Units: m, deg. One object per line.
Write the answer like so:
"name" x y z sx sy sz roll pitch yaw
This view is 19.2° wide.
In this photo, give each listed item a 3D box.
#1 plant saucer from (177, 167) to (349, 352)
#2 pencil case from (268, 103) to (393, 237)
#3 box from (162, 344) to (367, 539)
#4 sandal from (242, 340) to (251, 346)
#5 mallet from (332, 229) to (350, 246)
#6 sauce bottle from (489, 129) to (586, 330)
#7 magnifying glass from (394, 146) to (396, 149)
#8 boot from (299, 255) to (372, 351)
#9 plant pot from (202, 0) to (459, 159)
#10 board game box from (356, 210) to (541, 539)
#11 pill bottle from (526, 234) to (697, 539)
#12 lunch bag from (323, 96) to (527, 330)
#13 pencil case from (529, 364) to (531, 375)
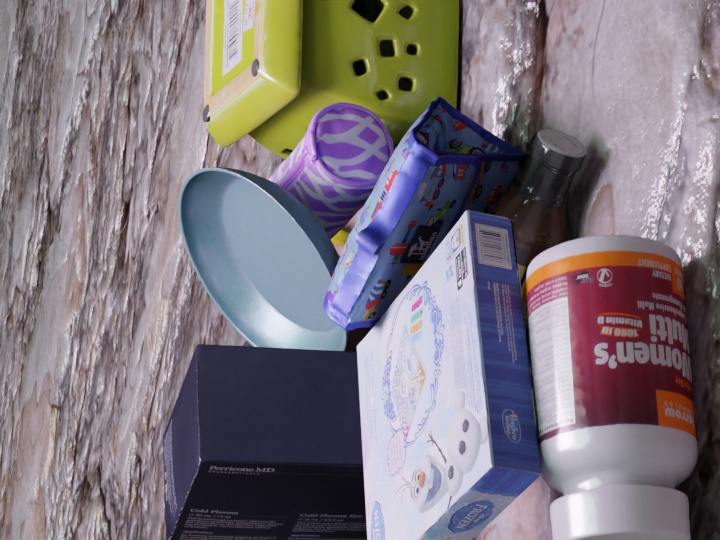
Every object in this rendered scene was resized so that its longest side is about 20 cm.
"plant saucer" -0.072 -0.006 1.767 0.199 0.036 0.201 35 145 28
"pencil case" -0.047 -0.067 1.812 0.200 0.085 0.085 -45 48 52
"box" -0.053 0.149 1.762 0.182 0.198 0.105 118 152 -59
"sandal" -0.063 0.084 1.926 0.200 0.045 0.076 20 88 58
"mallet" -0.027 -0.023 1.957 0.200 0.041 0.066 3 67 63
"sauce bottle" 0.120 -0.012 1.626 0.201 0.064 0.065 -67 28 27
"magnifying glass" -0.023 -0.081 1.925 0.200 0.079 0.023 -28 50 59
"boot" 0.000 0.000 1.831 0.074 0.075 0.202 68 -142 -85
"plant pot" -0.034 -0.203 1.886 0.199 0.180 0.202 153 120 -61
"board game box" 0.058 0.095 1.506 0.199 0.043 0.202 129 145 -50
"pill bottle" 0.169 0.087 1.424 0.109 0.109 0.202 142 131 -58
"lunch bag" 0.033 -0.040 1.632 0.151 0.094 0.200 -61 -12 17
"pencil case" 0.098 0.117 1.587 0.199 0.084 0.086 -13 105 59
